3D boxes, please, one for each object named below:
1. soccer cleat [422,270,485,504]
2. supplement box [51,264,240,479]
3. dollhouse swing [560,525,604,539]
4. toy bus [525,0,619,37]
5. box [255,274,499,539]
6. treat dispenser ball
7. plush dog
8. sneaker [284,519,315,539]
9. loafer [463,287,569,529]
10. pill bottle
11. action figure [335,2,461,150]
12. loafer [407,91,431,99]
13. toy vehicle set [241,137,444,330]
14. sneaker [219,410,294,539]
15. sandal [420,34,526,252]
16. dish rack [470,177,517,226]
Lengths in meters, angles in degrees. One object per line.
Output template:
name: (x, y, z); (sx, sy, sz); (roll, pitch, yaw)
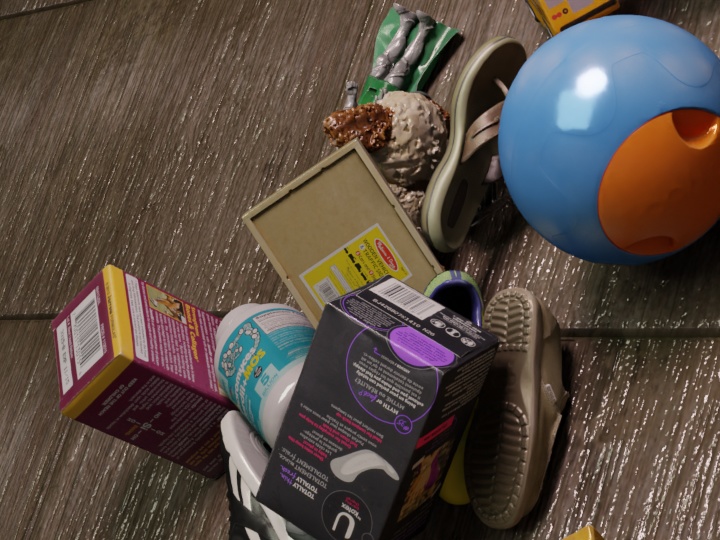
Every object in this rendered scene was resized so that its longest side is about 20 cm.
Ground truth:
soccer cleat: (0.077, 0.099, 1.642); (0.084, 0.064, 0.201); (106, 163, -85)
supplement box: (-0.200, 0.103, 1.938); (0.103, 0.200, 0.131); (-43, 37, 25)
dollhouse swing: (0.126, 0.325, 1.394); (0.175, 0.182, 0.201); (-17, 51, 20)
toy bus: (0.181, -0.262, 1.753); (0.065, 0.078, 0.200); (-29, 17, 6)
box: (0.014, 0.124, 1.593); (0.122, 0.106, 0.201); (31, 116, 21)
treat dispenser ball: (0.211, -0.104, 1.550); (0.201, 0.201, 0.201); (-32, 43, 36)
plush dog: (0.026, -0.082, 1.778); (0.160, 0.200, 0.172); (21, 106, 24)
sneaker: (-0.017, 0.287, 1.668); (0.200, 0.084, 0.121); (22, 77, 48)
loafer: (0.138, 0.117, 1.610); (0.076, 0.068, 0.201); (5, 86, 46)
pill bottle: (-0.072, 0.102, 1.853); (0.111, 0.111, 0.200); (-57, 33, 6)
action figure: (0.019, -0.175, 1.990); (0.118, 0.055, 0.201); (25, 91, 53)
loafer: (0.019, -0.088, 1.924); (0.200, 0.072, 0.063); (-51, 52, 27)
toy vehicle set: (0.000, 0.000, 1.705); (0.124, 0.200, 0.027); (-32, 6, 5)
sneaker: (-0.112, 0.235, 1.822); (0.112, 0.073, 0.200); (-48, 47, 19)
sandal: (0.114, -0.109, 1.714); (0.057, 0.080, 0.202); (13, 84, 40)
dish rack: (0.164, -0.127, 1.762); (0.200, 0.054, 0.154); (-32, 42, 39)
